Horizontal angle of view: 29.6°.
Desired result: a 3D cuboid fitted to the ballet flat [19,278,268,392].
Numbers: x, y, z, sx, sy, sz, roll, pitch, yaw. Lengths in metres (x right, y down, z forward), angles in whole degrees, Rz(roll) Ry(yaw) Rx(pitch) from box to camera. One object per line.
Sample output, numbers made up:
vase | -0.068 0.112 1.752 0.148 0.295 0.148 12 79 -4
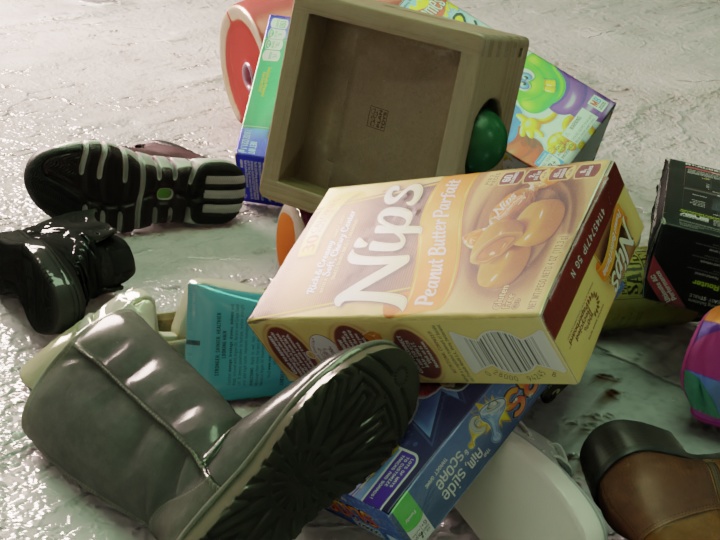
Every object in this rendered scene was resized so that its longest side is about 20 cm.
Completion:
ballet flat | -0.128 0.038 0.907 0.198 0.070 0.069 -6 25 -27

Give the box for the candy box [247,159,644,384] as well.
candy box | 0.045 0.003 0.760 0.198 0.056 0.116 -2 43 38

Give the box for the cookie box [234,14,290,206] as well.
cookie box | -0.002 -0.139 1.259 0.197 0.076 0.173 8 59 4

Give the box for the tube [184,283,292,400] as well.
tube | -0.020 0.051 0.909 0.197 0.079 0.050 2 -4 -21

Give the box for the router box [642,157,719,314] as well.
router box | 0.311 -0.011 1.005 0.197 0.063 0.150 15 26 9

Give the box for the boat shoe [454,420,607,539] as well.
boat shoe | 0.084 0.115 0.789 0.068 0.073 0.199 -7 17 -31

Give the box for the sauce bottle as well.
sauce bottle | 0.182 0.016 1.054 0.197 0.067 0.066 -5 24 -24

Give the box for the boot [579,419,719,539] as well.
boot | 0.224 0.161 0.708 0.186 0.069 0.201 18 25 -22

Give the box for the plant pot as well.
plant pot | -0.043 -0.222 1.438 0.175 0.203 0.200 -16 29 -23

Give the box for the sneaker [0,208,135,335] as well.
sneaker | -0.207 -0.005 0.991 0.103 0.061 0.199 -9 16 -30

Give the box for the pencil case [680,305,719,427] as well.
pencil case | 0.308 0.089 0.886 0.198 0.090 0.088 21 26 33

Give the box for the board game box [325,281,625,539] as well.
board game box | 0.042 0.055 0.780 0.200 0.035 0.135 -48 34 -21

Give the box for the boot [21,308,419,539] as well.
boot | -0.084 0.073 0.758 0.181 0.073 0.200 -40 35 -12

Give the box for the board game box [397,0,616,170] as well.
board game box | 0.097 -0.131 1.152 0.199 0.105 0.103 33 63 13

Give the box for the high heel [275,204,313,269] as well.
high heel | 0.000 0.000 1.040 0.095 0.068 0.200 2 20 -24

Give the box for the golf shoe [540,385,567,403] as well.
golf shoe | 0.115 0.056 0.894 0.077 0.096 0.199 23 25 22

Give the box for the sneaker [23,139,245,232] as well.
sneaker | -0.208 -0.079 1.184 0.198 0.077 0.115 5 14 -33

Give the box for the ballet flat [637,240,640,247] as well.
ballet flat | 0.201 -0.035 1.138 0.067 0.069 0.200 23 8 6

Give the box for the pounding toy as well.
pounding toy | 0.050 -0.099 1.043 0.198 0.187 0.142 18 15 23
